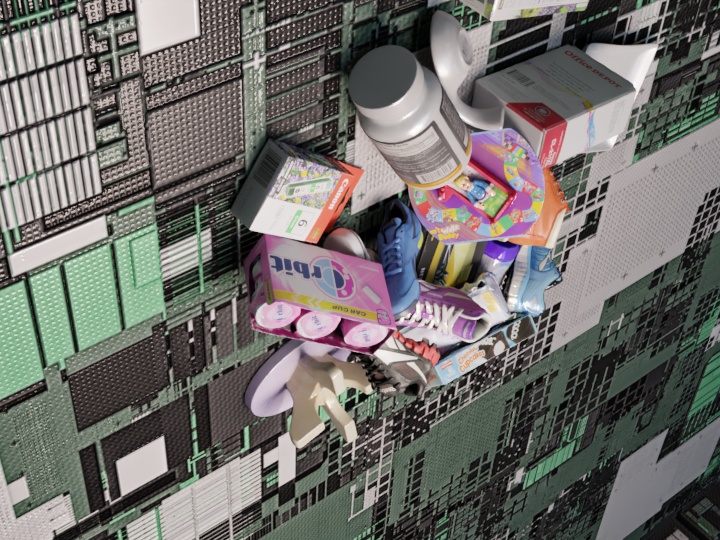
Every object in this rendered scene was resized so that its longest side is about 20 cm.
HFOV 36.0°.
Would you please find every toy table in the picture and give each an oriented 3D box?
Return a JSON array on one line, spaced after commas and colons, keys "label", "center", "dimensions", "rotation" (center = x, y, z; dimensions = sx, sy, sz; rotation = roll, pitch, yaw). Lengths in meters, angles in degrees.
[{"label": "toy table", "center": [-0.061, 0.176, 1.670], "dimensions": [0.200, 0.117, 0.184], "rotation": [-43, 146, -10]}]

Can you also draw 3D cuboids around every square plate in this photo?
[{"label": "square plate", "center": [0.383, -0.281, 1.799], "dimensions": [0.199, 0.028, 0.199], "rotation": [-11, 130, -43]}]

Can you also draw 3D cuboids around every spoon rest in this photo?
[{"label": "spoon rest", "center": [0.131, -0.260, 1.482], "dimensions": [0.200, 0.060, 0.100], "rotation": [51, 39, -45]}]

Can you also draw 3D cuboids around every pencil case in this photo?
[{"label": "pencil case", "center": [0.141, 0.081, 1.774], "dimensions": [0.199, 0.084, 0.091], "rotation": [-31, 157, 18]}]

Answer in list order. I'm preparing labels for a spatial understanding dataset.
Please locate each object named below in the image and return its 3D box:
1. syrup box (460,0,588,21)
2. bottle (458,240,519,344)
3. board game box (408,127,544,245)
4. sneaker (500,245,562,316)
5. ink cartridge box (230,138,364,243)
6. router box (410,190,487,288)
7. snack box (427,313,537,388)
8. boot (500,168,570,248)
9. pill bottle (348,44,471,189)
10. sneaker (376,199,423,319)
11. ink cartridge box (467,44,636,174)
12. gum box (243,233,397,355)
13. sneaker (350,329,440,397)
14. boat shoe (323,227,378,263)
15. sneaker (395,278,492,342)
[{"label": "syrup box", "center": [0.222, -0.389, 1.465], "dimensions": [0.199, 0.079, 0.082], "rotation": [-17, 136, -38]}, {"label": "bottle", "center": [0.195, 0.030, 1.854], "dimensions": [0.083, 0.065, 0.201], "rotation": [-23, 141, -59]}, {"label": "board game box", "center": [0.158, -0.111, 1.561], "dimensions": [0.039, 0.199, 0.159], "rotation": [-47, 127, -62]}, {"label": "sneaker", "center": [0.298, -0.007, 1.863], "dimensions": [0.078, 0.089, 0.201], "rotation": [120, -8, -67]}, {"label": "ink cartridge box", "center": [-0.067, -0.096, 1.453], "dimensions": [0.199, 0.050, 0.109], "rotation": [11, 115, -51]}, {"label": "router box", "center": [0.135, -0.056, 1.717], "dimensions": [0.157, 0.052, 0.201], "rotation": [-17, 135, -39]}, {"label": "snack box", "center": [0.181, 0.135, 1.812], "dimensions": [0.199, 0.037, 0.116], "rotation": [-26, 179, -26]}, {"label": "boot", "center": [0.281, -0.134, 1.725], "dimensions": [0.075, 0.106, 0.201], "rotation": [-54, 159, -86]}, {"label": "pill bottle", "center": [0.064, -0.198, 1.444], "dimensions": [0.116, 0.116, 0.200], "rotation": [-47, 146, -3]}, {"label": "sneaker", "center": [0.047, -0.019, 1.566], "dimensions": [0.066, 0.201, 0.079], "rotation": [-13, 131, 20]}, {"label": "ink cartridge box", "center": [0.280, -0.238, 1.619], "dimensions": [0.199, 0.146, 0.083], "rotation": [-25, 141, -31]}, {"label": "gum box", "center": [-0.059, 0.032, 1.471], "dimensions": [0.199, 0.114, 0.066], "rotation": [15, 135, -30]}, {"label": "sneaker", "center": [0.032, 0.127, 1.596], "dimensions": [0.200, 0.071, 0.099], "rotation": [27, 67, -37]}, {"label": "boat shoe", "center": [0.000, 0.000, 1.609], "dimensions": [0.066, 0.072, 0.201], "rotation": [-48, 144, -27]}, {"label": "sneaker", "center": [0.108, 0.061, 1.619], "dimensions": [0.199, 0.114, 0.073], "rotation": [0, 113, -36]}]
